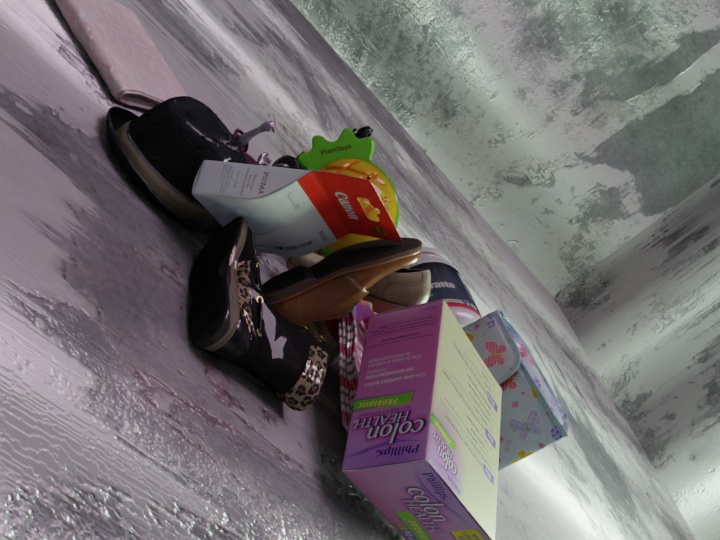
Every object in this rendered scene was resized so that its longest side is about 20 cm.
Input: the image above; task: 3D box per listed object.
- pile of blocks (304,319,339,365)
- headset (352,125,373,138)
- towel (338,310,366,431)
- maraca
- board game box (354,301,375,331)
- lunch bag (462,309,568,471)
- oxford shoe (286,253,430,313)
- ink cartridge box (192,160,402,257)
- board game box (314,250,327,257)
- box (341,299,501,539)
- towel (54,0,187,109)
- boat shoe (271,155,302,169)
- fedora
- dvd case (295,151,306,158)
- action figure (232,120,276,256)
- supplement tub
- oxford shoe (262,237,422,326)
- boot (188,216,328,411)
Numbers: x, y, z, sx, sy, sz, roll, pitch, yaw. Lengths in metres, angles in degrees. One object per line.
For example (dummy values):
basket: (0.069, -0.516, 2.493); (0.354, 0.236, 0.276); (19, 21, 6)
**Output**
pile of blocks: (-0.044, 0.043, 1.221); (0.082, 0.062, 0.200); (48, 14, -16)
headset: (0.015, -0.117, 1.441); (0.201, 0.094, 0.123); (66, 17, 11)
towel: (0.019, 0.149, 1.113); (0.201, 0.030, 0.147); (-94, 158, -50)
maraca: (-0.019, -0.108, 1.324); (0.107, 0.136, 0.201); (91, -14, -70)
board game box: (0.044, 0.094, 1.325); (0.158, 0.039, 0.201); (56, 19, -33)
lunch bag: (0.179, 0.180, 1.357); (0.201, 0.169, 0.127); (61, 14, 2)
oxford shoe: (0.000, 0.000, 1.181); (0.199, 0.074, 0.071); (18, 17, 19)
ink cartridge box: (-0.067, -0.059, 1.055); (0.160, 0.199, 0.048); (56, 46, -63)
board game box: (-0.044, -0.033, 1.438); (0.102, 0.048, 0.200); (52, 14, -4)
box: (0.075, 0.169, 1.020); (0.176, 0.096, 0.201); (54, 33, -39)
towel: (-0.313, -0.289, 1.240); (0.201, 0.032, 0.191); (56, 13, 12)
boat shoe: (-0.112, -0.125, 1.391); (0.060, 0.075, 0.200); (50, 12, -32)
fedora: (-0.198, -0.137, 1.099); (0.201, 0.091, 0.201); (48, 15, -17)
dvd case: (-0.025, -0.086, 1.482); (0.150, 0.025, 0.201); (37, 19, -44)
action figure: (-0.152, -0.116, 1.260); (0.200, 0.149, 0.134); (37, -17, 19)
supplement tub: (0.115, 0.068, 1.506); (0.140, 0.140, 0.201); (43, 17, -34)
oxford shoe: (-0.016, 0.016, 1.116); (0.071, 0.199, 0.072); (-108, 177, -71)
boot: (-0.105, 0.045, 0.995); (0.151, 0.073, 0.201); (43, 20, -28)
